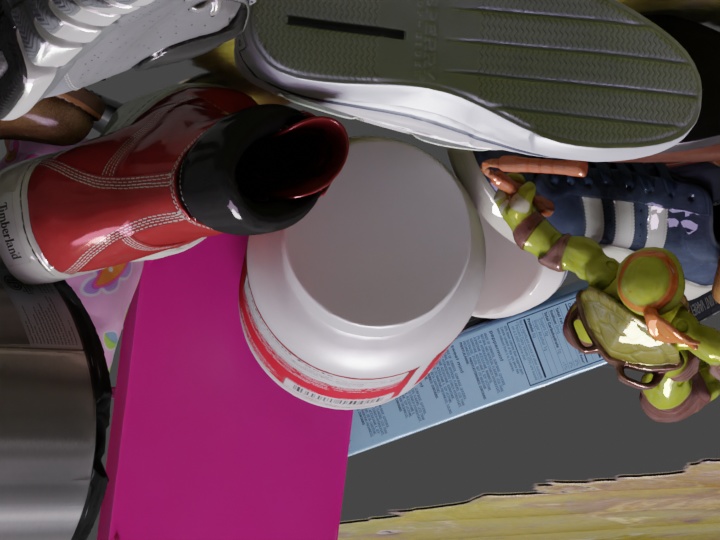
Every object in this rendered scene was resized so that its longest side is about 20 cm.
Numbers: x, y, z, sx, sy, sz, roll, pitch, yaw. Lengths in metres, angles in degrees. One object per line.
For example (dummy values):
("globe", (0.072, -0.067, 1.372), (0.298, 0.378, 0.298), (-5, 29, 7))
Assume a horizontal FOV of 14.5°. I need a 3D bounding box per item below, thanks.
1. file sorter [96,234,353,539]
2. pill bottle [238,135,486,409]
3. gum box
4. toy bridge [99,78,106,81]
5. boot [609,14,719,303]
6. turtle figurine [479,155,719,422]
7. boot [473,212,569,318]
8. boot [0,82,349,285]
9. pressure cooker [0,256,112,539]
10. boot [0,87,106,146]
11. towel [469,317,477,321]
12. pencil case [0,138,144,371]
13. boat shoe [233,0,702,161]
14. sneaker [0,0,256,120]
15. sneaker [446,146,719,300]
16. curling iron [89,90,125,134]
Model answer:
("file sorter", (-0.094, 0.068, 1.488), (0.138, 0.202, 0.125), (8, 178, -34))
("pill bottle", (0.000, 0.000, 1.337), (0.111, 0.113, 0.200), (0, 170, -5))
("gum box", (0.101, 0.036, 1.539), (0.199, 0.045, 0.170), (-21, 179, 27))
("toy bridge", (-0.144, -0.114, 1.144), (0.067, 0.027, 0.200), (-8, 166, 22))
("boot", (0.171, -0.046, 1.305), (0.187, 0.069, 0.200), (-14, 152, -2))
("turtle figurine", (0.136, 0.026, 1.284), (0.199, 0.065, 0.161), (27, 168, 11))
("boot", (0.072, -0.012, 1.480), (0.090, 0.073, 0.200), (1, -178, -30))
("boot", (-0.051, -0.047, 1.227), (0.143, 0.073, 0.200), (-12, -170, 26))
("pressure cooker", (-0.226, 0.062, 1.183), (0.175, 0.180, 0.199), (15, -173, 39))
("boot", (-0.205, -0.060, 1.195), (0.198, 0.076, 0.074), (5, 167, 11))
("towel", (-0.033, 0.019, 1.690), (0.192, 0.035, 0.199), (12, 163, -34))
("pencil case", (-0.159, 0.034, 1.364), (0.087, 0.201, 0.087), (14, 176, 1))
("boat shoe", (0.043, -0.089, 1.195), (0.199, 0.074, 0.067), (13, 170, -10))
("sneaker", (-0.070, -0.126, 1.053), (0.115, 0.075, 0.200), (-15, 169, -36))
("sneaker", (0.128, -0.048, 1.366), (0.199, 0.075, 0.084), (17, 140, -43))
("curling iron", (-0.086, -0.062, 1.357), (0.049, 0.026, 0.200), (-4, 167, 24))
